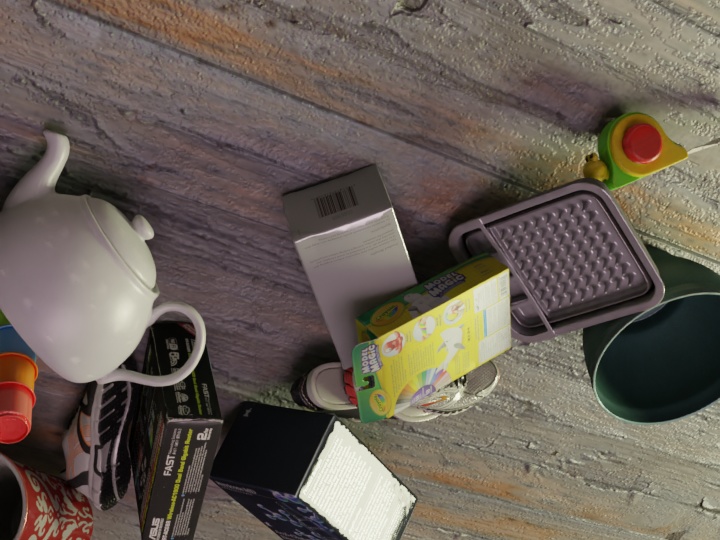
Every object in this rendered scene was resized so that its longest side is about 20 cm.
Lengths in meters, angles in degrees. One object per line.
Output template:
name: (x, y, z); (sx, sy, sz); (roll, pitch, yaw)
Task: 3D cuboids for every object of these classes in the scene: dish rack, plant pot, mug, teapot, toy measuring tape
dish rack: (0.212, -0.015, 1.316); (0.199, 0.044, 0.172); (-19, 116, 37)
plant pot: (0.340, 0.059, 1.410); (0.199, 0.135, 0.201); (-8, 131, -9)
mug: (-0.388, 0.255, 1.365); (0.132, 0.179, 0.200); (-12, 162, 9)
teapot: (-0.259, 0.003, 1.176); (0.146, 0.198, 0.200); (-34, 142, -1)
toy measuring tape: (0.318, -0.144, 1.289); (0.199, 0.074, 0.074); (-23, 133, -13)

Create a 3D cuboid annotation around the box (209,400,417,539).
box: (-0.053, 0.255, 1.443); (0.148, 0.108, 0.200); (3, 145, 42)

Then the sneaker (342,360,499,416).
sneaker: (0.082, 0.126, 1.403); (0.199, 0.078, 0.082); (-2, 166, -34)

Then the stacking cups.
stacking cups: (-0.339, 0.085, 1.206); (0.060, 0.201, 0.061); (-9, 130, -10)

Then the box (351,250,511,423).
box: (0.070, 0.074, 1.300); (0.199, 0.048, 0.118); (-27, 131, -25)

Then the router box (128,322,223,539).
router box: (-0.208, 0.181, 1.354); (0.062, 0.150, 0.201); (2, 129, -19)

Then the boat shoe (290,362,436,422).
boat shoe: (0.012, 0.145, 1.440); (0.199, 0.074, 0.060); (3, 166, -34)

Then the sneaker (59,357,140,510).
sneaker: (-0.302, 0.174, 1.377); (0.080, 0.074, 0.201); (22, 115, 23)

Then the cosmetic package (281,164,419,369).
cosmetic package: (0.000, 0.000, 1.307); (0.112, 0.081, 0.201); (-18, 133, 0)
